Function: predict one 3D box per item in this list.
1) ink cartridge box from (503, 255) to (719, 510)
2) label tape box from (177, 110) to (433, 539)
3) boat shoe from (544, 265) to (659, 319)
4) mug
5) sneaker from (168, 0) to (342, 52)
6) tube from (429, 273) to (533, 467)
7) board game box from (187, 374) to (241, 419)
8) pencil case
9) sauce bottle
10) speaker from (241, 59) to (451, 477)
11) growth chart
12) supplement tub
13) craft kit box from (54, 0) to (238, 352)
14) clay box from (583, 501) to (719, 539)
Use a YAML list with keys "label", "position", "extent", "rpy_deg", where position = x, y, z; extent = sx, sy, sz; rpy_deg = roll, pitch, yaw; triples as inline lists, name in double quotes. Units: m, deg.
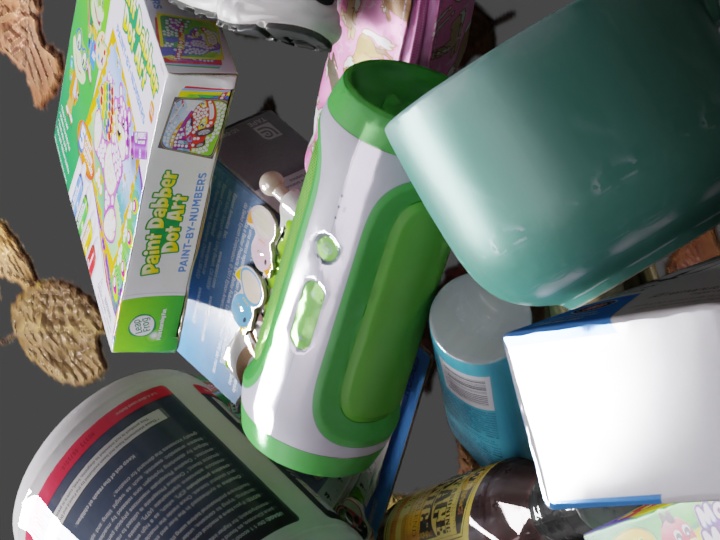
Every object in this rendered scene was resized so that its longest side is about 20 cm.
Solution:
- label: "ink cartridge box"
  position: [0.185, 0.032, 1.221]
  extent: [0.146, 0.199, 0.085]
  rpy_deg: [-12, 97, 52]
- label: "label tape box"
  position: [-0.021, 0.029, 1.586]
  extent: [0.200, 0.063, 0.145]
  rpy_deg: [41, 136, 28]
- label: "boat shoe"
  position: [0.117, -0.011, 1.393]
  extent: [0.063, 0.073, 0.202]
  rpy_deg: [0, 110, 42]
- label: "mug"
  position: [0.114, -0.060, 1.268]
  extent: [0.185, 0.152, 0.115]
  rpy_deg: [-31, 88, 34]
- label: "sneaker"
  position: [-0.049, -0.160, 1.453]
  extent: [0.200, 0.073, 0.080]
  rpy_deg: [-152, 74, -70]
- label: "tube"
  position: [0.067, 0.069, 1.470]
  extent: [0.078, 0.050, 0.200]
  rpy_deg: [53, 168, 25]
- label: "board game box"
  position: [-0.070, 0.164, 1.713]
  extent: [0.134, 0.029, 0.201]
  rpy_deg: [4, 112, 70]
- label: "pencil case"
  position: [0.023, -0.125, 1.440]
  extent: [0.086, 0.083, 0.201]
  rpy_deg: [32, 131, 28]
- label: "sauce bottle"
  position: [0.076, 0.128, 1.456]
  extent: [0.200, 0.066, 0.066]
  rpy_deg: [-29, 85, 58]
- label: "speaker"
  position: [0.000, 0.000, 1.411]
  extent: [0.088, 0.088, 0.201]
  rpy_deg: [37, 123, 34]
- label: "growth chart"
  position: [-0.027, 0.056, 1.543]
  extent: [0.145, 0.018, 0.201]
  rpy_deg: [38, 133, 32]
- label: "supplement tub"
  position: [-0.080, 0.162, 1.528]
  extent: [0.200, 0.140, 0.141]
  rpy_deg: [42, 136, 30]
- label: "craft kit box"
  position: [-0.125, -0.092, 1.603]
  extent: [0.201, 0.048, 0.198]
  rpy_deg: [-111, 30, -46]
- label: "clay box"
  position: [0.207, 0.100, 1.298]
  extent: [0.200, 0.114, 0.048]
  rpy_deg: [-30, 83, 52]
